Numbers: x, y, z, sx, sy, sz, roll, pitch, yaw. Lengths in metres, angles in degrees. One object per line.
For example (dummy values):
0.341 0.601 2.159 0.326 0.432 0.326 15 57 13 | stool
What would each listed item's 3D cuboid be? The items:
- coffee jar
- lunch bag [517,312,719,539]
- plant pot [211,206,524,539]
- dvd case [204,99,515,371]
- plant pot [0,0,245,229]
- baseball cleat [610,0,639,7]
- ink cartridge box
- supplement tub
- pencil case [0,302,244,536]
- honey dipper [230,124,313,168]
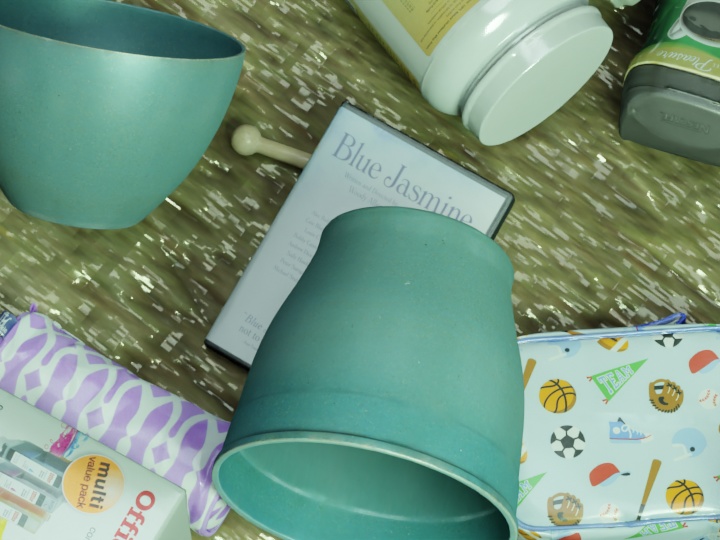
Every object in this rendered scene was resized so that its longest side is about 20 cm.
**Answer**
0.256 -0.175 1.757 0.104 0.085 0.201 17 67 6 | coffee jar
0.184 0.111 1.645 0.198 0.076 0.161 -3 66 -3 | lunch bag
0.019 0.070 1.574 0.198 0.200 0.189 12 63 2 | plant pot
0.000 0.000 1.687 0.142 0.018 0.201 29 82 9 | dvd case
-0.188 -0.106 1.670 0.198 0.200 0.136 12 105 2 | plant pot
0.161 -0.277 1.782 0.106 0.070 0.200 -46 64 3 | baseball cleat
-0.226 0.176 1.559 0.199 0.145 0.146 27 69 7 | ink cartridge box
0.072 -0.204 1.729 0.144 0.145 0.200 -34 74 -15 | supplement tub
-0.164 0.101 1.630 0.199 0.084 0.086 30 49 8 | pencil case
-0.001 -0.065 1.727 0.199 0.038 0.038 20 68 7 | honey dipper
